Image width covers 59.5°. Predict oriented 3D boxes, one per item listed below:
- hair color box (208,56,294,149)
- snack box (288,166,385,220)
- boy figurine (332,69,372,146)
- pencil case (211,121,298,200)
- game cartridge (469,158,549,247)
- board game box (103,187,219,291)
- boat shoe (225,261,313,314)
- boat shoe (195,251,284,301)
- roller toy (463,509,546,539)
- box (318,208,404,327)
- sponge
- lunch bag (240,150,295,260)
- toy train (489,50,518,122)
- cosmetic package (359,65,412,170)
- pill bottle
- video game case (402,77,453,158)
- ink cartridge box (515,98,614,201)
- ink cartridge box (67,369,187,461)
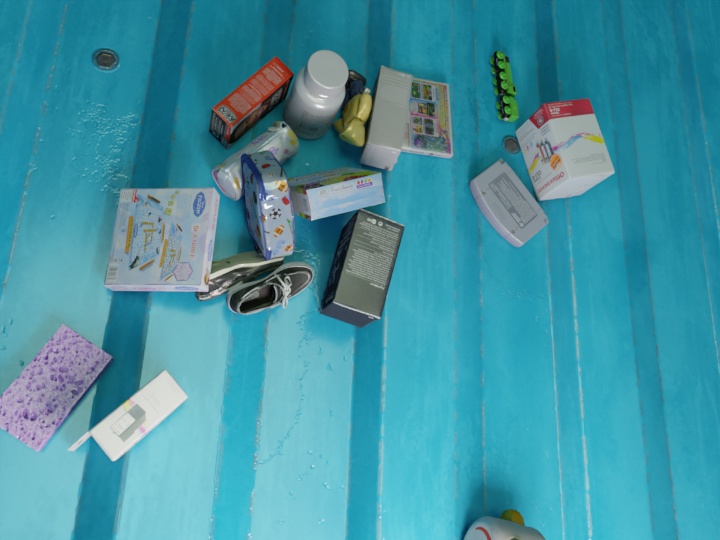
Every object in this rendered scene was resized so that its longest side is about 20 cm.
[{"bbox_3d":[-0.238,-0.366,1.371,0.061,0.102,0.200,43,67,-1],"label":"hair color box"},{"bbox_3d":[-0.067,-0.165,1.311,0.166,0.199,0.069,-16,107,-22],"label":"snack box"},{"bbox_3d":[-0.022,-0.355,1.427,0.064,0.124,0.203,26,48,-33],"label":"boy figurine"},{"bbox_3d":[-0.221,-0.236,1.343,0.083,0.091,0.200,47,67,0],"label":"pencil case"},{"bbox_3d":[0.360,-0.163,1.542,0.133,0.040,0.201,-35,86,-28],"label":"game cartridge"},{"bbox_3d":[-0.382,-0.061,1.221,0.196,0.041,0.204,1,72,8],"label":"board game box"},{"bbox_3d":[-0.170,0.038,1.266,0.197,0.068,0.075,-16,112,-33],"label":"boat shoe"},{"bbox_3d":[-0.247,0.007,1.284,0.198,0.072,0.069,-19,118,-29],"label":"boat shoe"},{"bbox_3d":[0.281,0.579,1.208,0.138,0.200,0.185,17,99,-12],"label":"roller toy"},{"bbox_3d":[0.000,0.000,1.303,0.105,0.148,0.203,18,73,-11],"label":"box"},{"bbox_3d":[-0.553,0.207,1.129,0.111,0.030,0.201,36,66,-5],"label":"sponge"},{"bbox_3d":[-0.190,-0.128,1.259,0.074,0.202,0.161,-15,41,-22],"label":"lunch bag"},{"bbox_3d":[0.378,-0.481,1.645,0.056,0.042,0.204,5,72,-27],"label":"toy train"},{"bbox_3d":[0.059,-0.344,1.437,0.089,0.107,0.203,15,70,-6],"label":"cosmetic package"},{"bbox_3d":[-0.095,-0.381,1.369,0.112,0.200,0.116,5,72,-17],"label":"pill bottle"},{"bbox_3d":[0.138,-0.380,1.543,0.179,0.024,0.204,5,71,-17],"label":"video game case"},{"bbox_3d":[0.507,-0.297,1.571,0.142,0.145,0.203,-10,76,-20],"label":"ink cartridge box"},{"bbox_3d":[-0.406,0.270,1.110,0.199,0.117,0.068,-41,91,-24],"label":"ink cartridge box"}]
